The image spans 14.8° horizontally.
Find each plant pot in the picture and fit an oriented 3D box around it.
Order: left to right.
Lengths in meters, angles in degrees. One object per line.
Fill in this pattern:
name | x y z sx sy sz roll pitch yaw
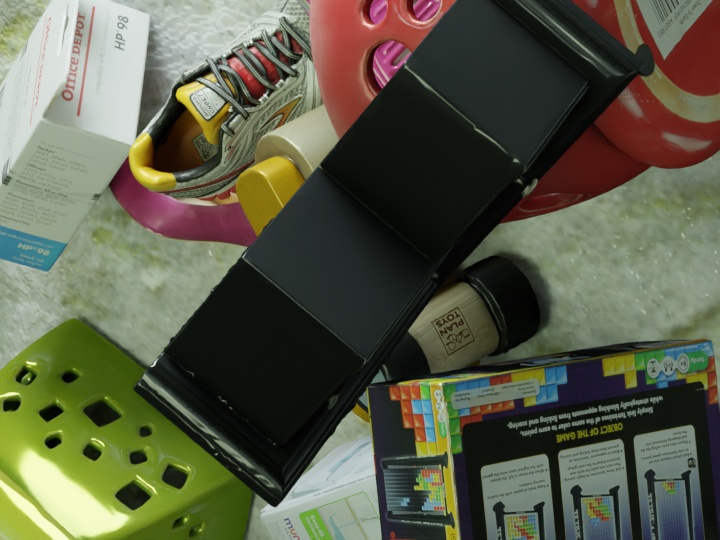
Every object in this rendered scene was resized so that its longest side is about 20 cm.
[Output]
plant pot | -0.216 0.186 1.974 0.199 0.181 0.200 37 133 26
plant pot | 0.103 -0.128 1.457 0.182 0.200 0.201 -6 107 41

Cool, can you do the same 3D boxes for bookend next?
bookend | 0.014 -0.022 1.321 0.092 0.199 0.200 40 132 -2

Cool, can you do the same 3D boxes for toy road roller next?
toy road roller | 0.000 0.000 1.695 0.200 0.123 0.146 63 151 -2

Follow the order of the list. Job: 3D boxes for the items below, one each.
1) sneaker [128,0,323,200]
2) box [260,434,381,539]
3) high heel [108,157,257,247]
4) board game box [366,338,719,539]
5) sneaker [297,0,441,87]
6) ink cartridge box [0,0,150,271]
sneaker | -0.064 -0.108 1.703 0.200 0.082 0.078 -45 73 27
box | 0.070 0.185 1.619 0.176 0.097 0.200 -24 99 38
high heel | -0.086 -0.054 1.797 0.200 0.067 0.096 38 124 31
board game box | 0.097 0.124 1.343 0.057 0.200 0.166 -3 92 46
sneaker | 0.015 -0.147 1.603 0.081 0.088 0.200 -36 78 12
ink cartridge box | -0.195 -0.102 1.832 0.200 0.067 0.116 -49 29 48
